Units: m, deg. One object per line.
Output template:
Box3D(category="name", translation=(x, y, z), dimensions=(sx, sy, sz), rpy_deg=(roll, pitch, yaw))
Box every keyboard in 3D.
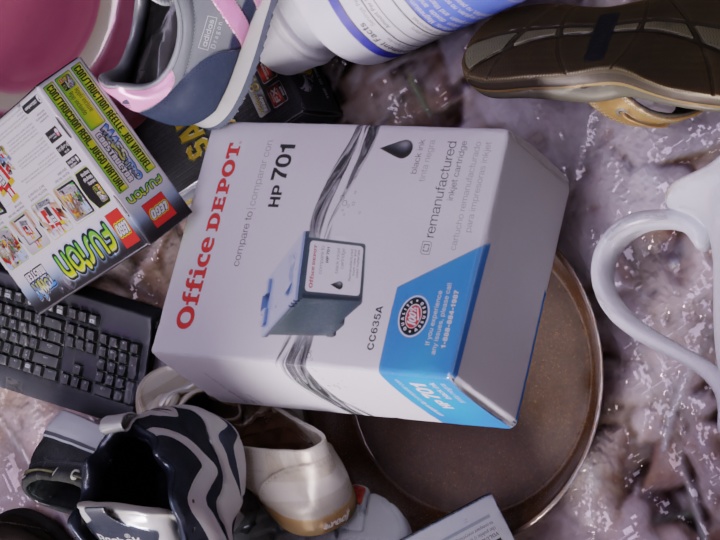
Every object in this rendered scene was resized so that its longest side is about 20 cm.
Box3D(category="keyboard", translation=(-0.209, 0.014, 1.832), dimensions=(0.199, 0.021, 0.128), rpy_deg=(15, 97, 29))

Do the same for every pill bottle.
Box3D(category="pill bottle", translation=(0.025, -0.183, 1.641), dimensions=(0.199, 0.112, 0.113), rpy_deg=(-21, 79, 31))

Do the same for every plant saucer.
Box3D(category="plant saucer", translation=(0.056, 0.059, 1.665), dimensions=(0.199, 0.034, 0.202), rpy_deg=(-1, 89, 32))
Box3D(category="plant saucer", translation=(-0.191, -0.169, 1.751), dimensions=(0.200, 0.051, 0.202), rpy_deg=(0, 91, 32))

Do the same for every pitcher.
Box3D(category="pitcher", translation=(0.217, 0.031, 1.524), dimensions=(0.171, 0.121, 0.201), rpy_deg=(-33, 64, 27))

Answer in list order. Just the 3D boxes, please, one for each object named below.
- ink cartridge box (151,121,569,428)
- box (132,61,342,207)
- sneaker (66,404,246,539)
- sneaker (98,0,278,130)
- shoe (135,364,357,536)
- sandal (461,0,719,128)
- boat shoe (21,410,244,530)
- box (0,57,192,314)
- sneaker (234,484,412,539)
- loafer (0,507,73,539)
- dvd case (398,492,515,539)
Box3D(category="ink cartridge box", translation=(0.000, 0.000, 1.614), dimensions=(0.199, 0.086, 0.147), rpy_deg=(4, 71, 31))
Box3D(category="box", translation=(-0.119, -0.142, 1.764), dimensions=(0.158, 0.048, 0.201), rpy_deg=(-31, 74, 26))
Box3D(category="sneaker", translation=(-0.110, 0.166, 1.568), dimensions=(0.079, 0.129, 0.200), rpy_deg=(-6, 77, 26))
Box3D(category="sneaker", translation=(-0.087, -0.177, 1.609), dimensions=(0.070, 0.082, 0.201), rpy_deg=(25, 105, 49))
Box3D(category="shoe", translation=(-0.071, 0.090, 1.695), dimensions=(0.200, 0.070, 0.054), rpy_deg=(28, 145, 48))
Box3D(category="sandal", translation=(0.151, -0.107, 1.593), dimensions=(0.199, 0.054, 0.081), rpy_deg=(2, 47, 29))
Box3D(category="boat shoe", translation=(-0.137, 0.135, 1.728), dimensions=(0.057, 0.069, 0.200), rpy_deg=(-55, 32, -12))
Box3D(category="box", translation=(-0.177, -0.046, 1.702), dimensions=(0.110, 0.035, 0.200), rpy_deg=(54, 153, -5))
Box3D(category="sneaker", translation=(-0.036, 0.179, 1.699), dimensions=(0.199, 0.082, 0.077), rpy_deg=(-10, 39, 42))
Box3D(category="loafer", translation=(-0.174, 0.217, 1.778), dimensions=(0.200, 0.071, 0.073), rpy_deg=(30, 104, 28))
Box3D(category="dvd case", translation=(0.053, 0.245, 1.594), dimensions=(0.201, 0.150, 0.025), rpy_deg=(63, 160, 4))
